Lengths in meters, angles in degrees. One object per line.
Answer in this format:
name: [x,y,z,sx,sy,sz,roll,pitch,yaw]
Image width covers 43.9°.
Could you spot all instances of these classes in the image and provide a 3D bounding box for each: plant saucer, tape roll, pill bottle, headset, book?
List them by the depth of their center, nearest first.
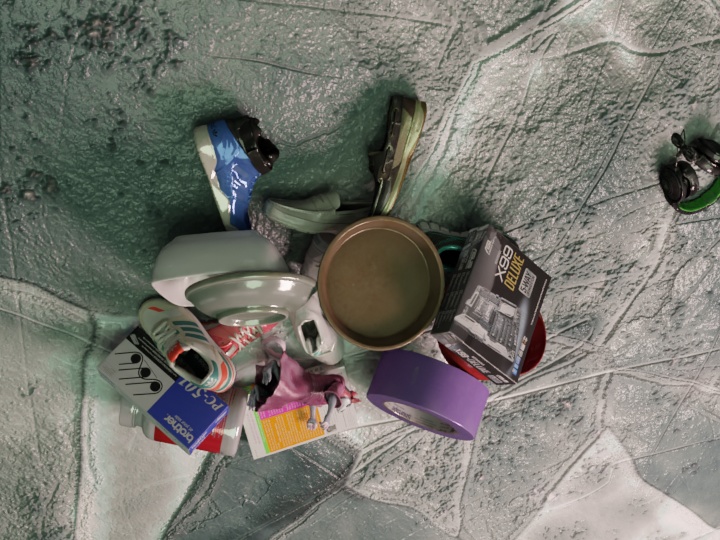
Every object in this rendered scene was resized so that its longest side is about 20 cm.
plant saucer: [-0.160,0.049,1.327,0.198,0.051,0.200,-5,166,-1]
plant saucer: [0.029,0.019,1.347,0.198,0.029,0.203,-1,93,-14]
headset: [0.560,-0.161,1.484,0.123,0.094,0.200,-40,133,11]
pill bottle: [-0.293,0.235,1.488,0.198,0.113,0.113,12,118,-4]
tape roll: [0.115,0.214,1.533,0.199,0.199,0.086,33,70,-28]
book: [-0.112,0.245,1.592,0.198,0.048,0.135,-15,119,-6]

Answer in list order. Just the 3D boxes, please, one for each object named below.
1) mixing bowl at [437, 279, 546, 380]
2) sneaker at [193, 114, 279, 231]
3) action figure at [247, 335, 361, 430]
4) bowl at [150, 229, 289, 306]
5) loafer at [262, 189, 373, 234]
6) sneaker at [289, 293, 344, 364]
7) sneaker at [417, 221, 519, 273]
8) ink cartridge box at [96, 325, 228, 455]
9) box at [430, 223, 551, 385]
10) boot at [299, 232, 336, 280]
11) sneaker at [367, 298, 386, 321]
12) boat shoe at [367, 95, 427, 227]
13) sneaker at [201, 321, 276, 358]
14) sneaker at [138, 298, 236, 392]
mixing bowl: [0.203,0.109,1.521,0.198,0.202,0.109,13,144,-21]
sneaker: [-0.165,-0.135,1.327,0.110,0.077,0.202,-16,123,-1]
action figure: [-0.090,0.197,1.517,0.198,0.134,0.151,6,77,-29]
bowl: [-0.204,-0.005,1.349,0.197,0.076,0.200,-4,167,2]
loafer: [-0.055,-0.094,1.388,0.198,0.070,0.070,7,110,-28]
sneaker: [-0.074,0.114,1.480,0.075,0.089,0.201,-22,138,5]
sneaker: [0.175,-0.023,1.473,0.198,0.092,0.078,2,121,-15]
ink cartridge box: [-0.312,0.189,1.417,0.094,0.199,0.044,-47,170,-24]
box: [0.208,0.054,1.406,0.157,0.050,0.201,38,61,-25]
boot: [0.000,0.000,1.465,0.198,0.074,0.096,18,125,-17]
sneaker: [0.049,0.061,1.464,0.113,0.077,0.200,-30,162,-4]
boat shoe: [0.041,-0.167,1.361,0.064,0.073,0.202,19,96,-6]
sneaker: [-0.205,0.111,1.461,0.199,0.087,0.074,-27,124,3]
sneaker: [-0.280,0.110,1.386,0.070,0.200,0.093,-48,165,3]
